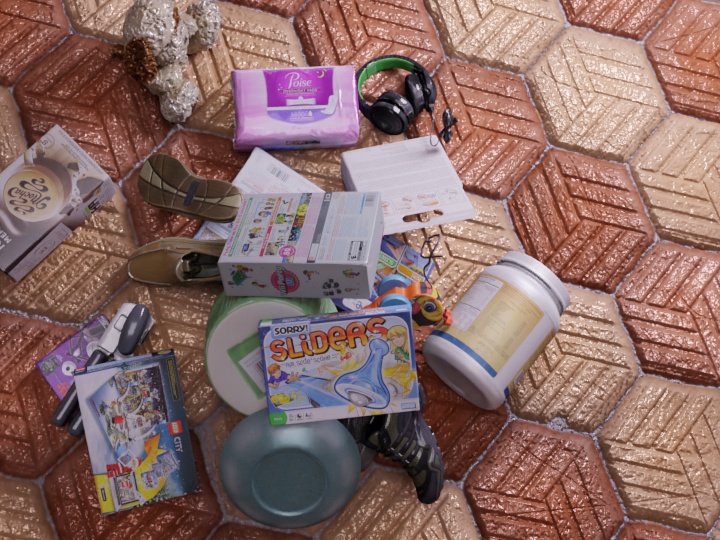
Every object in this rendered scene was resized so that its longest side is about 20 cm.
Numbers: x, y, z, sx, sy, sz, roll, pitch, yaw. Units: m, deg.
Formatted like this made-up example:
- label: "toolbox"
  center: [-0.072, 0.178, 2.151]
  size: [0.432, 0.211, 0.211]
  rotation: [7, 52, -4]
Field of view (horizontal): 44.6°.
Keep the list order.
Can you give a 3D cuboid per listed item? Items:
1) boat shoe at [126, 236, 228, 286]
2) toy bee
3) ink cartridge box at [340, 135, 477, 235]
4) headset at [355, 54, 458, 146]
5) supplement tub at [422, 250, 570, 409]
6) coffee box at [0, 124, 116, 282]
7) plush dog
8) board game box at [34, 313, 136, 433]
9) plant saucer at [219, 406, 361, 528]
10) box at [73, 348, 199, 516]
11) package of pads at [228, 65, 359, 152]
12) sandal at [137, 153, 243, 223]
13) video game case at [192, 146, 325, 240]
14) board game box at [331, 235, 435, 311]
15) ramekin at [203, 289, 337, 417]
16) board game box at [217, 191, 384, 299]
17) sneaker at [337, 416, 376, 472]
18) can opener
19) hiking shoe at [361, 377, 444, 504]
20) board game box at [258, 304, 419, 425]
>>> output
- label: "boat shoe"
  center: [-0.252, -0.010, 1.256]
  size: [0.197, 0.076, 0.073]
  rotation: [-8, 105, 14]
- label: "toy bee"
  center: [0.072, 0.059, 1.230]
  size: [0.108, 0.199, 0.132]
  rotation: [38, 46, -19]
- label: "ink cartridge box"
  center: [0.069, -0.117, 1.319]
  size: [0.159, 0.050, 0.201]
  rotation: [-11, 48, -10]
- label: "headset"
  center: [0.072, -0.269, 1.367]
  size: [0.123, 0.094, 0.200]
  rotation: [-36, 66, -16]
- label: "supplement tub"
  center: [0.201, 0.086, 1.289]
  size: [0.144, 0.145, 0.200]
  rotation: [41, 75, 3]
- label: "coffee box"
  center: [-0.470, -0.096, 1.274]
  size: [0.113, 0.080, 0.200]
  rotation: [43, 76, 3]
- label: "plush dog"
  center: [-0.304, -0.346, 1.304]
  size: [0.158, 0.172, 0.202]
  rotation: [16, 77, -3]
- label: "board game box"
  center: [-0.357, 0.177, 1.257]
  size: [0.120, 0.032, 0.201]
  rotation: [-38, 85, -9]
- label: "plant saucer"
  center: [-0.097, 0.282, 1.208]
  size: [0.198, 0.039, 0.204]
  rotation: [-1, 110, -3]
- label: "box"
  center: [-0.305, 0.220, 1.203]
  size: [0.135, 0.038, 0.203]
  rotation: [-11, 102, -17]
- label: "package of pads"
  center: [-0.103, -0.251, 1.358]
  size: [0.197, 0.076, 0.122]
  rotation: [-4, 82, -7]
- label: "sandal"
  center: [-0.251, -0.112, 1.306]
  size: [0.198, 0.054, 0.081]
  rotation: [21, 77, 23]
- label: "video game case"
  center: [-0.125, -0.056, 1.329]
  size: [0.199, 0.045, 0.182]
  rotation: [33, 75, 0]
- label: "board game box"
  center: [0.000, 0.000, 1.304]
  size: [0.199, 0.034, 0.137]
  rotation: [31, 78, -19]
- label: "ramekin"
  center: [-0.124, 0.108, 1.222]
  size: [0.197, 0.098, 0.203]
  rotation: [0, 106, -1]
- label: "board game box"
  center: [-0.075, -0.036, 1.179]
  size: [0.197, 0.065, 0.149]
  rotation: [1, 43, 11]
- label: "sneaker"
  center: [0.000, 0.179, 1.265]
  size: [0.114, 0.076, 0.201]
  rotation: [35, 78, -25]
- label: "can opener"
  center: [-0.358, 0.132, 1.217]
  size: [0.053, 0.067, 0.201]
  rotation: [30, 76, 0]
- label: "hiking shoe"
  center: [0.051, 0.237, 1.224]
  size: [0.100, 0.076, 0.203]
  rotation: [-17, 95, -14]
- label: "board game box"
  center: [-0.027, 0.123, 1.148]
  size: [0.197, 0.034, 0.137]
  rotation: [-7, 102, 0]
